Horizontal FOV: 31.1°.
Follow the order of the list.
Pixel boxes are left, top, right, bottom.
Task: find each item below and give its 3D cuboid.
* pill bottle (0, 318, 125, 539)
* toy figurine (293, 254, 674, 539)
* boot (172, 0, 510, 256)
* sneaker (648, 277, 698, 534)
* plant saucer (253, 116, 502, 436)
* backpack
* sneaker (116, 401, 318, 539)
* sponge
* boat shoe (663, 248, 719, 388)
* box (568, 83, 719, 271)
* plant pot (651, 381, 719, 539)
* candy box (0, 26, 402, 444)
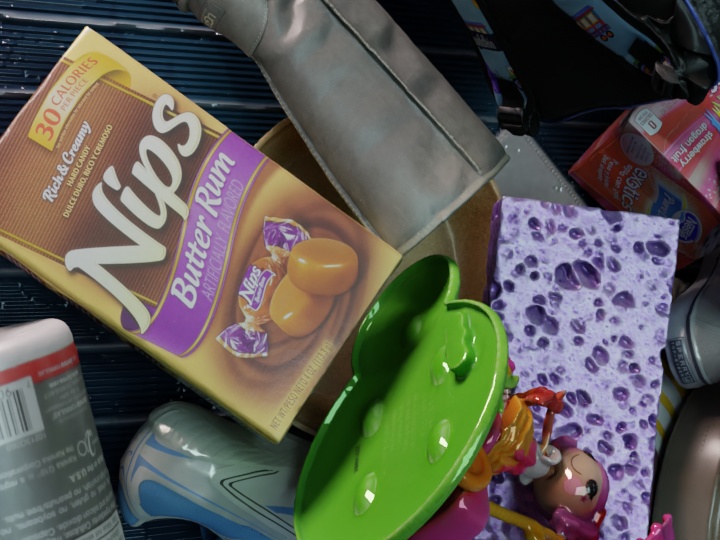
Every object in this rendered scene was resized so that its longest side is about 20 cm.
[{"bbox_3d":[-0.170,0.133,0.617,0.113,0.114,0.201,-16,97,-27],"label":"pill bottle"},{"bbox_3d":[0.083,0.112,0.683,0.184,0.150,0.201,37,31,-22],"label":"toy figurine"},{"bbox_3d":[0.012,-0.131,0.714,0.200,0.073,0.182,43,73,3],"label":"boot"},{"bbox_3d":[0.182,0.099,0.826,0.089,0.075,0.202,0,90,-24],"label":"sneaker"},{"bbox_3d":[0.000,0.000,0.754,0.199,0.035,0.202,1,88,-28],"label":"plant saucer"},{"bbox_3d":[0.106,-0.185,0.652,0.134,0.182,0.200,-43,106,-20],"label":"backpack"},{"bbox_3d":[-0.044,0.127,0.718,0.199,0.072,0.073,21,111,-32],"label":"sneaker"},{"bbox_3d":[0.122,0.063,0.761,0.111,0.030,0.202,8,84,-7],"label":"sponge"},{"bbox_3d":[0.256,0.011,0.829,0.200,0.069,0.071,-36,109,-53],"label":"boat shoe"},{"bbox_3d":[0.243,-0.106,0.839,0.100,0.095,0.200,44,68,2],"label":"box"},{"bbox_3d":[0.303,0.160,0.800,0.199,0.173,0.202,-7,99,-47],"label":"plant pot"},{"bbox_3d":[-0.093,-0.015,0.662,0.199,0.056,0.117,35,78,-4],"label":"candy box"}]
